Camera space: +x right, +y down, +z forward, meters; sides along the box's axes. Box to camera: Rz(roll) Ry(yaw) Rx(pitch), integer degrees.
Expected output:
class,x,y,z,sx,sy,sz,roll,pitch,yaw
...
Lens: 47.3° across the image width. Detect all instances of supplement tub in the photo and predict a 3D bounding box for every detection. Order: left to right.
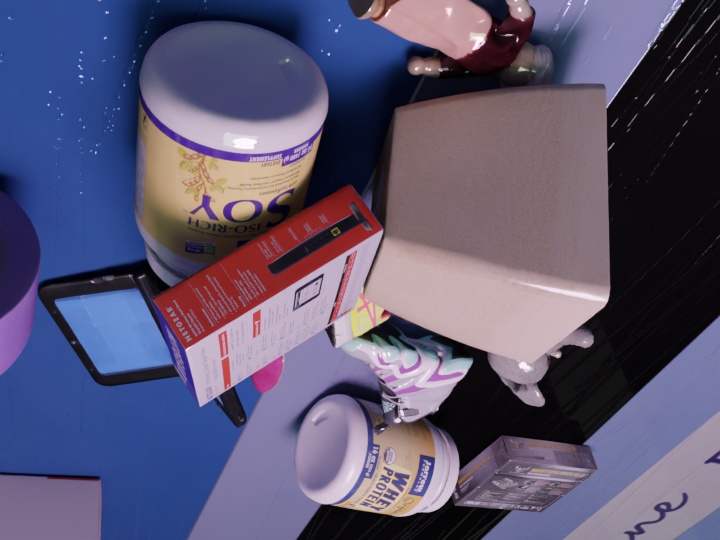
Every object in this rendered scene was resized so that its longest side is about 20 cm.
class,x,y,z,sx,sy,sz,roll,pitch,yaw
supplement tub,-0.114,-0.086,0.687,0.145,0.146,0.200,1,138,-17
supplement tub,0.025,0.259,1.137,0.200,0.145,0.144,20,130,-34

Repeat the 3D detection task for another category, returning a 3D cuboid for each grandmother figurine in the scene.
class,x,y,z,sx,sy,sz,roll,pitch,yaw
grandmother figurine,0.093,-0.199,0.687,0.200,0.061,0.121,19,158,-37

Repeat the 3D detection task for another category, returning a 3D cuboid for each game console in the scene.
class,x,y,z,sx,sy,sz,roll,pitch,yaw
game console,-0.232,0.098,0.900,0.116,0.176,0.200,-35,146,-19

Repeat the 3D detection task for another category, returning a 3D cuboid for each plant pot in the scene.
class,x,y,z,sx,sy,sz,roll,pitch,yaw
plant pot,0.100,-0.044,0.742,0.176,0.201,0.200,7,159,-5

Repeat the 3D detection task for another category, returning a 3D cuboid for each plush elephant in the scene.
class,x,y,z,sx,sy,sz,roll,pitch,yaw
plush elephant,0.192,0.057,0.935,0.200,0.155,0.165,-27,139,15

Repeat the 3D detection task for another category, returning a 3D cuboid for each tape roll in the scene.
class,x,y,z,sx,sy,sz,roll,pitch,yaw
tape roll,-0.374,0.008,0.681,0.199,0.200,0.085,6,137,-23

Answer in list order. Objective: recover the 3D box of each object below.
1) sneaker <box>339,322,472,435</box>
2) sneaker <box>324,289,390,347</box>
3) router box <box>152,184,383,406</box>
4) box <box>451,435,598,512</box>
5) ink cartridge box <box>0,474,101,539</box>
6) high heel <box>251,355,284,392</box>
class,x,y,z,sx,sy,sz,roll,pitch,yaw
sneaker,0.037,0.143,1.024,0.200,0.078,0.140,16,109,-30
sneaker,0.000,0.000,0.889,0.090,0.078,0.200,-16,146,-14
router box,-0.078,0.029,0.705,0.179,0.049,0.200,-31,166,-18
box,0.273,0.346,1.388,0.199,0.048,0.159,12,133,-29
ink cartridge box,-0.461,0.402,1.166,0.145,0.145,0.200,9,137,-25
high heel,-0.134,0.068,0.918,0.096,0.067,0.200,-9,136,-22
